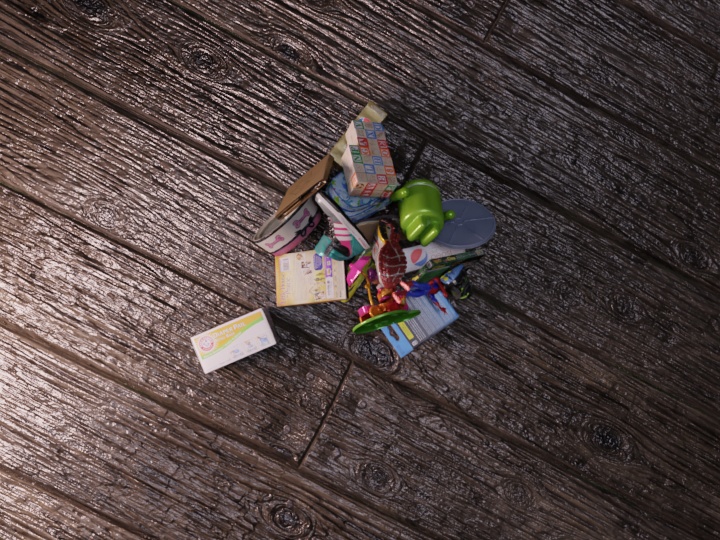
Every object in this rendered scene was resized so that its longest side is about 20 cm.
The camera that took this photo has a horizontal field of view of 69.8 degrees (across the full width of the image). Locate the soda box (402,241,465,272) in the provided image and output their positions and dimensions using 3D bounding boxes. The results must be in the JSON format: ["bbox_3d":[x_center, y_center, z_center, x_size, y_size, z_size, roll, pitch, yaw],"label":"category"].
[{"bbox_3d":[0.191,-0.043,1.454,0.200,0.064,0.068,-14,88,-5],"label":"soda box"}]

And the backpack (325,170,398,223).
[{"bbox_3d":[-0.009,-0.213,1.397,0.200,0.154,0.163,-35,87,-6],"label":"backpack"}]

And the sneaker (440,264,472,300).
[{"bbox_3d":[0.268,0.037,1.387,0.071,0.200,0.083,-34,72,10],"label":"sneaker"}]

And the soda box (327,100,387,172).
[{"bbox_3d":[-0.010,-0.372,1.450,0.064,0.068,0.200,38,85,-1],"label":"soda box"}]

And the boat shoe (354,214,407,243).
[{"bbox_3d":[0.068,-0.121,1.430,0.200,0.065,0.072,-6,130,-23],"label":"boat shoe"}]

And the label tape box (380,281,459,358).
[{"bbox_3d":[0.150,0.128,1.441,0.200,0.063,0.144,-34,88,-6],"label":"label tape box"}]

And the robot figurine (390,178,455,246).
[{"bbox_3d":[0.160,-0.161,1.373,0.175,0.116,0.200,20,45,-21],"label":"robot figurine"}]

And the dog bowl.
[{"bbox_3d":[-0.187,-0.120,1.367,0.200,0.200,0.074,-43,110,-5],"label":"dog bowl"}]

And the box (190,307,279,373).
[{"bbox_3d":[-0.329,0.183,1.374,0.200,0.112,0.102,-23,89,-4],"label":"box"}]

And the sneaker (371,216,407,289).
[{"bbox_3d":[0.070,-0.037,1.326,0.078,0.082,0.200,11,54,-14],"label":"sneaker"}]

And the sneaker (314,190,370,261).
[{"bbox_3d":[-0.078,-0.098,1.315,0.121,0.084,0.200,-38,116,7],"label":"sneaker"}]

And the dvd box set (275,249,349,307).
[{"bbox_3d":[-0.133,0.019,1.398,0.200,0.029,0.147,-8,77,14],"label":"dvd box set"}]

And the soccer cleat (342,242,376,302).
[{"bbox_3d":[0.000,0.000,1.435,0.084,0.065,0.201,21,85,-6],"label":"soccer cleat"}]

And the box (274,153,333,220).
[{"bbox_3d":[-0.142,-0.221,1.345,0.163,0.200,0.021,-36,111,20],"label":"box"}]

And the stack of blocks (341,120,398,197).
[{"bbox_3d":[0.014,-0.290,1.334,0.115,0.059,0.200,0,63,-24],"label":"stack of blocks"}]

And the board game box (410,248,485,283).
[{"bbox_3d":[0.237,-0.010,1.395,0.200,0.105,0.023,-11,67,-35],"label":"board game box"}]

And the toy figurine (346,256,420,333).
[{"bbox_3d":[0.046,0.049,1.356,0.200,0.150,0.184,-8,70,-32],"label":"toy figurine"}]

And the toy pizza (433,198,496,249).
[{"bbox_3d":[0.274,-0.126,1.437,0.200,0.032,0.200,-3,48,3],"label":"toy pizza"}]

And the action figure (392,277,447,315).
[{"bbox_3d":[0.179,0.067,1.333,0.099,0.200,0.065,47,121,25],"label":"action figure"}]
